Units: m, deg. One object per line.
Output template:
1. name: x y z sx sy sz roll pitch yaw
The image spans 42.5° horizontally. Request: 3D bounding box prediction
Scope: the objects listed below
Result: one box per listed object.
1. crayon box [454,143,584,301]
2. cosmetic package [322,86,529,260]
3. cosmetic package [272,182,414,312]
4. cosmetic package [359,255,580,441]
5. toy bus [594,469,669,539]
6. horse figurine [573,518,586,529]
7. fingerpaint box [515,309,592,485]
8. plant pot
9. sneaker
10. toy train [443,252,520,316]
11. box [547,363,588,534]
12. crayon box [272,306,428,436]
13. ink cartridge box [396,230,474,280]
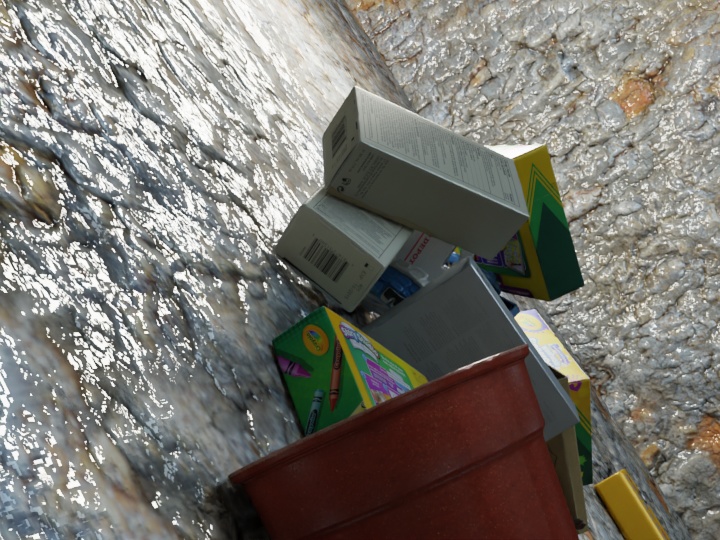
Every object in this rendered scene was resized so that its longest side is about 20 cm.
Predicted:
1. crayon box: 0.172 -0.063 1.126 0.200 0.058 0.173 14 -56 65
2. cosmetic package: 0.065 -0.098 0.943 0.200 0.073 0.104 22 37 -22
3. cosmetic package: 0.002 -0.053 0.964 0.105 0.071 0.200 38 34 2
4. cosmetic package: 0.109 0.109 0.965 0.200 0.151 0.052 55 12 -6
5. toy bus: 0.519 0.474 1.723 0.200 0.065 0.078 60 14 18
6. horse figurine: 0.172 0.235 1.082 0.200 0.050 0.133 46 -2 -7
7. fingerpaint box: 0.243 0.174 1.263 0.200 0.073 0.167 -113 -166 -63
8. plant pot: 0.050 0.174 0.555 0.196 0.200 0.201 66 15 9
9. sneaker: 0.000 0.000 1.054 0.200 0.075 0.087 47 -29 14
10. toy train: 0.120 0.038 1.172 0.200 0.087 0.114 31 -22 53
11. box: 0.221 0.198 1.135 0.163 0.021 0.201 -144 -139 -70
12. crayon box: 0.015 0.124 0.798 0.200 0.058 0.119 39 21 -51
13. ink cartridge box: 0.057 -0.056 1.108 0.200 0.117 0.067 37 4 22
